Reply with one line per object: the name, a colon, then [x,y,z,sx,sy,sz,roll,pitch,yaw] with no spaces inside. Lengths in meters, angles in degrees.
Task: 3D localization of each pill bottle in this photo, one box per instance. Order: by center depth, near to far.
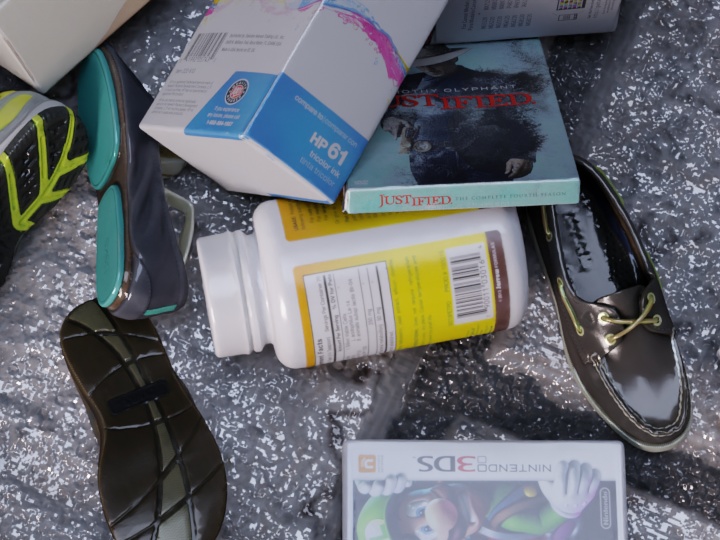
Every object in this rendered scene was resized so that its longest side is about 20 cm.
pill bottle: [0.000,0.000,1.320,0.200,0.109,0.109,-10,73,-5]

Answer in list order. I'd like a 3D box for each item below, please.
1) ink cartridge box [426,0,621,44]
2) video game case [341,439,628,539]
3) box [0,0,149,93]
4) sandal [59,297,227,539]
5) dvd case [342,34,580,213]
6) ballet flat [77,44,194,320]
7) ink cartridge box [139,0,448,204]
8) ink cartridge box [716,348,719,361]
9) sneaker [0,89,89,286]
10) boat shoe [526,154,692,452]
ink cartridge box: [0.079,-0.260,1.407,0.175,0.084,0.200,-6,66,-4]
video game case: [0.079,0.205,1.302,0.181,0.023,0.200,0,72,-1]
box: [-0.179,-0.222,1.386,0.200,0.078,0.095,-43,46,-12]
sandal: [-0.140,0.107,1.316,0.082,0.055,0.200,-20,59,-14]
dvd case: [0.056,-0.099,1.338,0.146,0.022,0.200,-2,32,-2]
ballet flat: [-0.144,-0.056,1.360,0.073,0.073,0.200,-8,62,-4]
ink cartridge box: [-0.032,-0.150,1.308,0.085,0.144,0.200,35,78,-30]
ink cartridge box: [0.338,0.013,1.304,0.200,0.146,0.086,-36,78,-11]
sneaker: [-0.262,-0.033,1.356,0.200,0.075,0.076,-48,45,-9]
boat shoe: [0.161,0.020,1.342,0.072,0.061,0.201,-21,74,-8]
